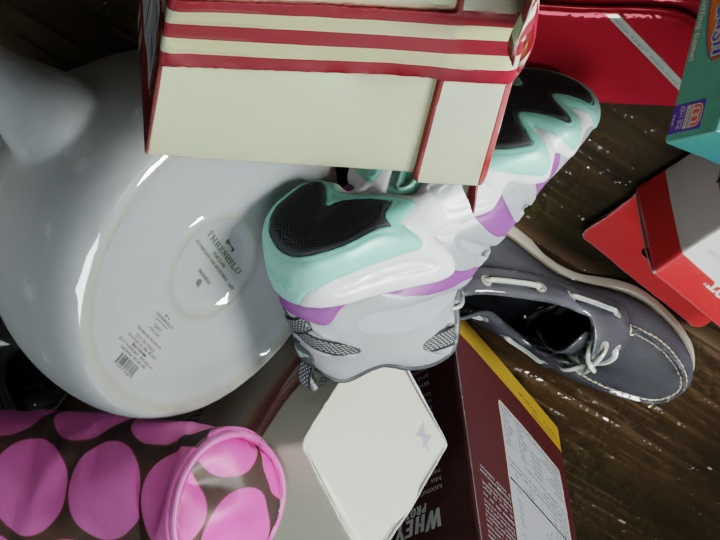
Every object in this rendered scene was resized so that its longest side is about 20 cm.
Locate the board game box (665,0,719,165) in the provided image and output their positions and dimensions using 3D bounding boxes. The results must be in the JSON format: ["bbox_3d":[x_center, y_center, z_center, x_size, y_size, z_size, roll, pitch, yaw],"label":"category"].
[{"bbox_3d":[0.254,-0.099,1.451,0.199,0.153,0.045,21,165,-26],"label":"board game box"}]

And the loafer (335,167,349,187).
[{"bbox_3d":[0.000,0.000,1.569,0.072,0.063,0.200,-20,145,-27],"label":"loafer"}]

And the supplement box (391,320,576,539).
[{"bbox_3d":[0.008,0.165,1.649,0.197,0.201,0.133,-26,132,18],"label":"supplement box"}]

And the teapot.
[{"bbox_3d":[-0.116,-0.031,1.484,0.197,0.146,0.201,-15,125,-40],"label":"teapot"}]

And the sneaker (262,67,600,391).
[{"bbox_3d":[0.039,-0.010,1.500,0.199,0.078,0.140,-29,136,-22],"label":"sneaker"}]

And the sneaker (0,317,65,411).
[{"bbox_3d":[-0.214,0.085,1.630,0.111,0.077,0.201,2,129,5],"label":"sneaker"}]

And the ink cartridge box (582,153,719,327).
[{"bbox_3d":[0.230,-0.023,1.580,0.200,0.067,0.116,-34,129,26],"label":"ink cartridge box"}]

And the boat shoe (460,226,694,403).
[{"bbox_3d":[0.108,0.035,1.627,0.200,0.063,0.073,30,126,-31],"label":"boat shoe"}]

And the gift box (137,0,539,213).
[{"bbox_3d":[-0.002,-0.140,1.348,0.186,0.201,0.185,2,140,-11],"label":"gift box"}]

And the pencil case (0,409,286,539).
[{"bbox_3d":[-0.139,0.121,1.505,0.199,0.094,0.091,-2,136,35],"label":"pencil case"}]

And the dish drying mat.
[{"bbox_3d":[0.077,-0.116,1.504,0.199,0.018,0.077,1,136,-8],"label":"dish drying mat"}]

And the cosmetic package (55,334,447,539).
[{"bbox_3d":[-0.069,0.098,1.581,0.199,0.103,0.087,-7,123,36],"label":"cosmetic package"}]
